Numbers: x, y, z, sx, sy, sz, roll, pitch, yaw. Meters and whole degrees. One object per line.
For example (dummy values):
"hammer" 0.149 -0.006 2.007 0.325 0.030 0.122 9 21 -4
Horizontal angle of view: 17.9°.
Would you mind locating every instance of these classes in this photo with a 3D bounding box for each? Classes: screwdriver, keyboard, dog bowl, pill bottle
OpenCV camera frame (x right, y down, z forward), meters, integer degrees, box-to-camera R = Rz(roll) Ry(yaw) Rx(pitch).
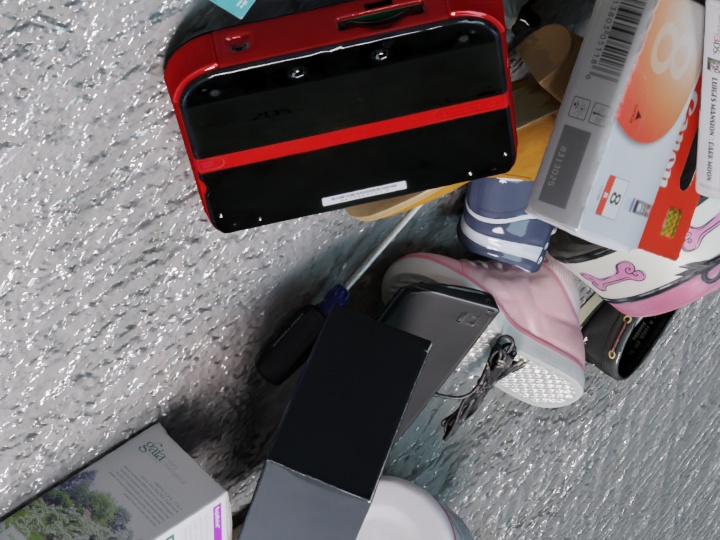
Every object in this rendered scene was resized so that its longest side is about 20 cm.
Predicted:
"screwdriver" 0.000 0.000 1.561 0.200 0.028 0.029 -49 179 6
"keyboard" 0.039 0.082 1.639 0.127 0.021 0.200 15 132 -25
"dog bowl" 0.237 -0.044 1.663 0.200 0.074 0.200 -35 -166 10
"pill bottle" 0.031 0.225 1.757 0.113 0.113 0.200 -48 163 -1

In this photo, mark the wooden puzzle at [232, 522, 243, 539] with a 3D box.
"wooden puzzle" -0.091 0.261 1.738 0.185 0.037 0.200 -34 148 -24

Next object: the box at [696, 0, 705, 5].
"box" 0.168 -0.225 1.462 0.200 0.095 0.078 5 122 -53

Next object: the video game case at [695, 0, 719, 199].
"video game case" 0.271 -0.175 1.501 0.200 0.023 0.182 -56 155 -32

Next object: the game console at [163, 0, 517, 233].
"game console" -0.008 -0.095 1.356 0.200 0.031 0.177 -12 149 0

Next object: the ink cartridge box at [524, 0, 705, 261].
"ink cartridge box" 0.197 -0.088 1.463 0.200 0.050 0.162 15 95 -51

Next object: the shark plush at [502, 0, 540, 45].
"shark plush" 0.072 -0.175 1.424 0.200 0.091 0.083 -12 104 -40

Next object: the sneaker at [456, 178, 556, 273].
"sneaker" 0.150 -0.065 1.644 0.200 0.070 0.109 -13 131 -36

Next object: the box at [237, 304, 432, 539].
"box" -0.027 0.142 1.551 0.200 0.079 0.141 111 -1 -50

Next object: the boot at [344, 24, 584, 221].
"boot" 0.100 -0.075 1.511 0.201 0.071 0.144 -35 145 18

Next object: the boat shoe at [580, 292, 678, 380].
"boat shoe" 0.256 0.002 1.875 0.201 0.063 0.074 -50 148 0

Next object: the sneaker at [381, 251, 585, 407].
"sneaker" 0.093 0.015 1.675 0.075 0.105 0.200 -22 138 39

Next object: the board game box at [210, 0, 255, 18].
"board game box" -0.080 -0.230 1.172 0.151 0.047 0.200 -53 150 8

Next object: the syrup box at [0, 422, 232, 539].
"syrup box" -0.185 0.194 1.492 0.200 0.079 0.082 -32 146 -28
